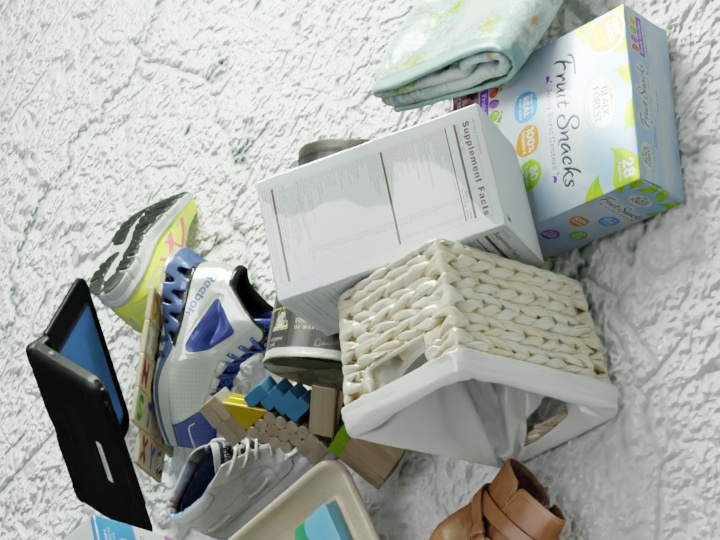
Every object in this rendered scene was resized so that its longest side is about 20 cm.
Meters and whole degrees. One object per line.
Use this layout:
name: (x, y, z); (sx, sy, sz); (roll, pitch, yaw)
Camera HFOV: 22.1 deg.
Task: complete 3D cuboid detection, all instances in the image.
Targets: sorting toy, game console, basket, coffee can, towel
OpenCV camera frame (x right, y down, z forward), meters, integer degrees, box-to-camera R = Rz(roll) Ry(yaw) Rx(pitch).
sorting toy: (-0.043, 0.295, 1.607); (0.185, 0.036, 0.201); (-42, 63, 29)
game console: (-0.248, 0.136, 1.837); (0.116, 0.201, 0.175); (-35, 39, -30)
basket: (0.090, 0.068, 1.469); (0.135, 0.199, 0.124); (-31, 57, 36)
coffee can: (0.000, 0.000, 1.652); (0.146, 0.146, 0.201); (-6, 69, 47)
towel: (0.107, -0.229, 1.656); (0.199, 0.048, 0.172); (-10, 43, 52)

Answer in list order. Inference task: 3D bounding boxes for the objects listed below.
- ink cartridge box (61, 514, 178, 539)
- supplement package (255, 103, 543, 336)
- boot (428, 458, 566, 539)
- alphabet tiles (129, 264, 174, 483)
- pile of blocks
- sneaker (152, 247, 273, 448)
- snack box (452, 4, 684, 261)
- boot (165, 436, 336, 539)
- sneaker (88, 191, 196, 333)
ink cartridge box: (-0.179, 0.321, 1.669); (0.085, 0.200, 0.145); (-40, 48, 24)
supplement package: (0.033, -0.038, 1.506); (0.199, 0.109, 0.114); (-18, 68, 16)
boot: (0.117, 0.258, 1.464); (0.155, 0.074, 0.200); (-51, 45, 13)
alphabet tiles: (-0.198, 0.104, 1.838); (0.006, 0.167, 0.201); (3, 72, 9)
pile of blocks: (-0.041, 0.127, 1.651); (0.199, 0.062, 0.083); (14, 112, 17)
sneaker: (-0.136, 0.080, 1.809); (0.114, 0.080, 0.201); (3, 95, 20)
snack box: (0.172, -0.107, 1.567); (0.199, 0.067, 0.170); (-25, 56, 39)
boot: (-0.098, 0.176, 1.720); (0.200, 0.095, 0.074); (-52, 42, 19)
sneaker: (-0.215, -0.006, 1.935); (0.078, 0.090, 0.200); (-21, 26, 34)
